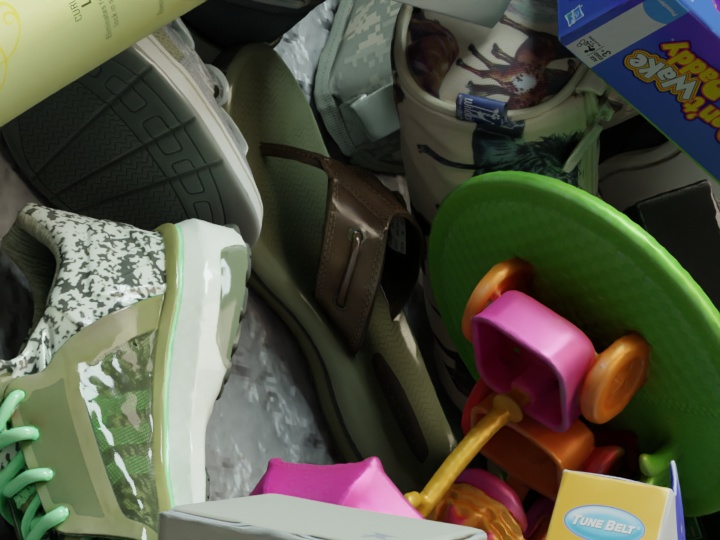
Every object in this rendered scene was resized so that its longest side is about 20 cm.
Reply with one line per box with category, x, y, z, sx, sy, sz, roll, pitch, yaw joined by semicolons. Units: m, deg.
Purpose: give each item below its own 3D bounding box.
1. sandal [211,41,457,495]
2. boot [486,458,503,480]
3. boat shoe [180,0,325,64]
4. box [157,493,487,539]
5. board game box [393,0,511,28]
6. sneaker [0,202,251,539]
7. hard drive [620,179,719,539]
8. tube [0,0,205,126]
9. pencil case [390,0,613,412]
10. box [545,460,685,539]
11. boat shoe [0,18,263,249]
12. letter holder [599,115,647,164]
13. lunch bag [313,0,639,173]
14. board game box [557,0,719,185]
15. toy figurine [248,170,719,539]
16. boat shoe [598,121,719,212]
sandal;0.001;0.000;1.084;0.201;0.057;0.080;62;32;-15
boot;0.113;0.137;1.172;0.074;0.075;0.200;-20;88;-60
boat shoe;-0.082;-0.142;1.034;0.200;0.062;0.073;36;43;-45
box;-0.019;0.170;0.838;0.068;0.082;0.200;0;98;-62
board game box;-0.042;-0.171;0.999;0.200;0.064;0.148;38;15;27
sneaker;-0.095;0.059;0.898;0.089;0.077;0.200;20;49;-15
hard drive;0.133;0.047;1.189;0.200;0.038;0.140;124;-52;-79
tube;-0.126;-0.064;0.860;0.200;0.052;0.058;-31;60;-29
pencil case;0.062;-0.021;1.104;0.078;0.089;0.200;-39;144;-24
box;0.066;0.158;0.898;0.119;0.041;0.200;77;25;-57
boat shoe;-0.097;-0.086;0.962;0.202;0.074;0.065;50;38;-19
letter holder;0.188;-0.128;1.347;0.101;0.200;0.142;53;32;-27
lunch bag;0.082;-0.117;1.193;0.118;0.164;0.200;57;31;-15
board game box;0.130;-0.128;1.068;0.134;0.045;0.200;38;38;-33
toy figurine;0.025;0.094;1.005;0.184;0.150;0.200;-41;150;-29
boat shoe;0.156;-0.054;1.252;0.075;0.200;0.062;40;54;4
